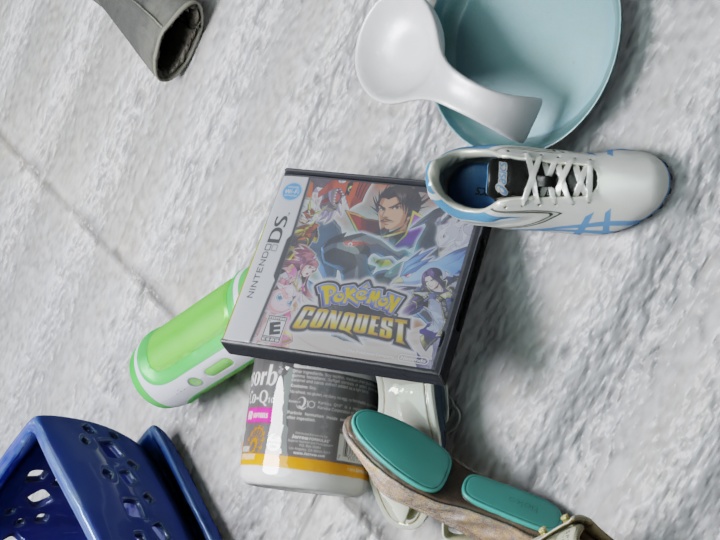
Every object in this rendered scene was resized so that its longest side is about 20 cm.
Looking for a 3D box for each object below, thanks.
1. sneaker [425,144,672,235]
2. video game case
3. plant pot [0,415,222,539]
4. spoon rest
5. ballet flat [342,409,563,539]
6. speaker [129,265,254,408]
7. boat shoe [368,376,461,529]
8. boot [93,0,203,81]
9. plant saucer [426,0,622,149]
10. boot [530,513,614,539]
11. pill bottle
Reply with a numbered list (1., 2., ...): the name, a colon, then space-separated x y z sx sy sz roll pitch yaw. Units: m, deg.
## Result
1. sneaker: 0.145 -0.066 1.106 0.200 0.072 0.072 1 87 27
2. video game case: 0.000 0.000 1.183 0.200 0.026 0.181 7 61 23
3. plant pot: -0.263 0.275 1.407 0.200 0.180 0.200 -52 55 29
4. spoon rest: 0.062 -0.170 1.178 0.200 0.061 0.100 36 111 38
5. ballet flat: 0.066 0.187 1.138 0.200 0.068 0.067 29 125 11
6. speaker: -0.141 0.066 1.372 0.200 0.088 0.089 -32 66 37
7. boat shoe: 0.044 0.120 1.206 0.075 0.062 0.201 -5 92 27
8. boot: -0.234 -0.326 1.496 0.200 0.072 0.182 48 132 42
9. plant saucer: 0.139 -0.193 1.165 0.200 0.027 0.201 -3 86 43
10. boot: 0.103 0.232 1.060 0.155 0.200 0.072 -36 42 34
11. pill bottle: -0.039 0.097 1.244 0.116 0.116 0.200 -5 74 43
